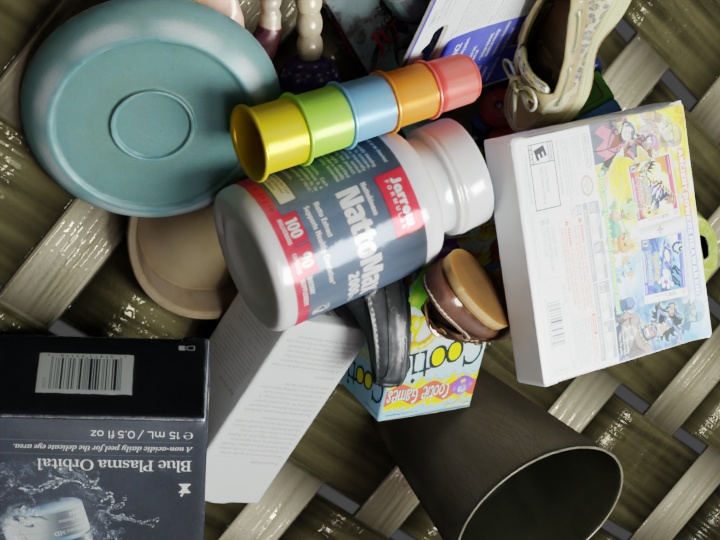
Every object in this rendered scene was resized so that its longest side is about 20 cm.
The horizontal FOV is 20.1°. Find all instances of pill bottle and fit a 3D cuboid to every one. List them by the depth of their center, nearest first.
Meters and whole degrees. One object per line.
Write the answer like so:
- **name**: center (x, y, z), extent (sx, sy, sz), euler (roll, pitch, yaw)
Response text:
- **pill bottle**: center (-0.003, -0.043, 1.591), extent (0.199, 0.120, 0.120), euler (-24, 131, -18)

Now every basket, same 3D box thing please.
- **basket**: center (0.108, 0.169, 1.863), extent (0.180, 0.200, 0.136), euler (-21, 129, -24)

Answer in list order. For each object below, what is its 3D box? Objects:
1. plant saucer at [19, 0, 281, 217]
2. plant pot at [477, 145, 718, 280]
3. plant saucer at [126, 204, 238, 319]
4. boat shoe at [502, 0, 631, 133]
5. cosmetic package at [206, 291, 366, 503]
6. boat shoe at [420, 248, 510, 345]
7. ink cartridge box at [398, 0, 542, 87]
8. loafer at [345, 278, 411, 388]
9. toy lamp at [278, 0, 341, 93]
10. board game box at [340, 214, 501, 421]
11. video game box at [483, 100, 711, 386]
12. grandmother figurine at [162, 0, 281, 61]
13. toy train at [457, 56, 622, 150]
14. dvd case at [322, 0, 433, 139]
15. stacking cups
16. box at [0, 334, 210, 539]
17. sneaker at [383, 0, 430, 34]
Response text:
- **plant saucer**: center (-0.158, -0.116, 1.544), extent (0.199, 0.027, 0.201), euler (-4, 128, -5)
- **plant pot**: center (0.212, -0.035, 1.810), extent (0.200, 0.184, 0.201), euler (-18, 129, -24)
- **plant saucer**: center (-0.107, -0.052, 1.679), extent (0.199, 0.029, 0.201), euler (-18, 127, -25)
- **boat shoe**: center (0.150, -0.178, 1.611), extent (0.063, 0.073, 0.200), euler (-17, 146, -33)
- **cosmetic package**: center (-0.090, 0.103, 1.743), extent (0.101, 0.071, 0.200), euler (11, 120, -46)
- **boat shoe**: center (0.086, 0.031, 1.658), extent (0.070, 0.071, 0.200), euler (-28, 164, 15)
- **ink cartridge box**: center (0.107, -0.212, 1.623), extent (0.199, 0.047, 0.198), euler (-19, 157, -27)
- **loafer**: center (0.000, 0.000, 1.688), extent (0.070, 0.068, 0.201), euler (-9, 93, -11)
- **toy lamp**: center (-0.040, -0.240, 1.568), extent (0.058, 0.058, 0.201), euler (-14, 119, -28)
- **board game box**: center (0.051, 0.016, 1.785), extent (0.103, 0.105, 0.201), euler (-6, 123, -33)
- **video game box**: center (0.194, -0.025, 1.647), extent (0.182, 0.047, 0.201), euler (-13, 99, -30)
- **grandmother figurine**: center (-0.114, -0.177, 1.550), extent (0.121, 0.061, 0.200), euler (-8, 128, 25)
- **toy train**: center (0.137, -0.092, 1.726), extent (0.200, 0.116, 0.085), euler (-30, 162, -3)
- **dvd case**: center (0.051, -0.219, 1.684), extent (0.146, 0.022, 0.200), euler (-39, 133, -7)
- **stacking cups**: center (0.003, -0.119, 1.548), extent (0.199, 0.061, 0.061), euler (-16, 127, -24)
- **box**: center (-0.221, 0.163, 1.633), extent (0.196, 0.118, 0.201), euler (1, 122, -5)
- **sneaker**: center (0.094, -0.273, 1.631), extent (0.200, 0.074, 0.088), euler (-35, 153, -3)
